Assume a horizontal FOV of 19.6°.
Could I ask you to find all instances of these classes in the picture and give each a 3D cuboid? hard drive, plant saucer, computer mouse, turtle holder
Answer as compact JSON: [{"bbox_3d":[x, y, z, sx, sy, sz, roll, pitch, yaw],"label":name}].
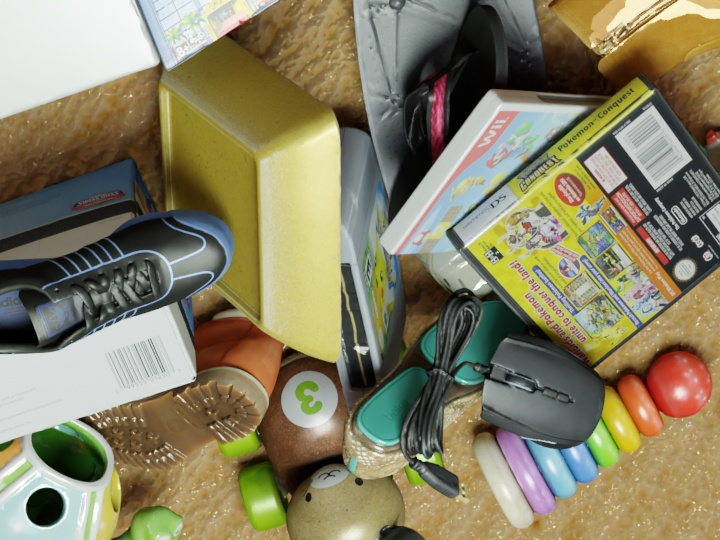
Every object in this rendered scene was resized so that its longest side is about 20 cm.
[{"bbox_3d":[0.067,-0.144,1.533,0.135,0.042,0.200,-12,123,-1],"label":"hard drive"},{"bbox_3d":[-0.087,-0.054,1.477,0.048,0.200,0.200,-18,126,-28],"label":"plant saucer"},{"bbox_3d":[0.114,0.111,1.518,0.200,0.046,0.141,31,77,-43],"label":"computer mouse"},{"bbox_3d":[-0.243,0.188,1.623,0.185,0.141,0.132,43,122,0],"label":"turtle holder"}]

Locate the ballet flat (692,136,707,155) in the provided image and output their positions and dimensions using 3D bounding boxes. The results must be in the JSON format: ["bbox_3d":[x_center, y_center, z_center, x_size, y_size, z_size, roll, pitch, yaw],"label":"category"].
[{"bbox_3d":[0.191,-0.030,1.607,0.067,0.070,0.200,11,119,-47],"label":"ballet flat"}]

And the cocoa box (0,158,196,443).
[{"bbox_3d":[-0.236,0.027,1.544,0.200,0.131,0.133,-19,118,4],"label":"cocoa box"}]

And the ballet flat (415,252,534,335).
[{"bbox_3d":[0.105,0.013,1.622,0.067,0.062,0.200,-38,118,14],"label":"ballet flat"}]

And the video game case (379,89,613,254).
[{"bbox_3d":[0.115,-0.070,1.510,0.200,0.017,0.143,-3,136,-51],"label":"video game case"}]

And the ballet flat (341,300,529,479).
[{"bbox_3d":[0.051,0.089,1.549,0.071,0.200,0.065,43,139,16],"label":"ballet flat"}]

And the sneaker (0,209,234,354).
[{"bbox_3d":[-0.182,0.016,1.424,0.200,0.078,0.070,-16,115,3],"label":"sneaker"}]

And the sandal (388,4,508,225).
[{"bbox_3d":[0.052,-0.098,1.490,0.045,0.075,0.200,8,124,-25],"label":"sandal"}]

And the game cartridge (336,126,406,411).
[{"bbox_3d":[0.000,0.000,1.556,0.040,0.133,0.200,-5,130,9],"label":"game cartridge"}]

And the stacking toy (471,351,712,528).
[{"bbox_3d":[0.196,0.131,1.700,0.200,0.085,0.085,-27,121,4],"label":"stacking toy"}]

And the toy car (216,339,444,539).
[{"bbox_3d":[-0.018,0.171,1.621,0.164,0.200,0.158,-17,122,3],"label":"toy car"}]

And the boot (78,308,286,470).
[{"bbox_3d":[-0.137,0.090,1.632,0.200,0.107,0.075,-17,125,36],"label":"boot"}]

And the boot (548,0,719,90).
[{"bbox_3d":[0.247,-0.176,1.521,0.201,0.071,0.144,37,106,-14],"label":"boot"}]

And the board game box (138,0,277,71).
[{"bbox_3d":[-0.105,-0.274,1.410,0.200,0.062,0.200,-32,112,8],"label":"board game box"}]

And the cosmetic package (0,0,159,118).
[{"bbox_3d":[-0.251,-0.168,1.462,0.200,0.074,0.102,-18,122,1],"label":"cosmetic package"}]

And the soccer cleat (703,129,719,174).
[{"bbox_3d":[0.350,-0.108,1.581,0.200,0.069,0.078,-31,127,10],"label":"soccer cleat"}]

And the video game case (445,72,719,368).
[{"bbox_3d":[0.182,-0.027,1.536,0.181,0.026,0.200,-40,135,5],"label":"video game case"}]
